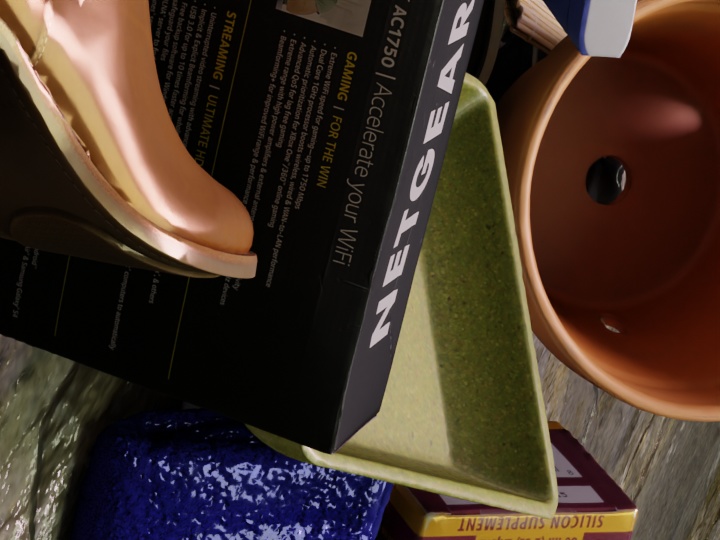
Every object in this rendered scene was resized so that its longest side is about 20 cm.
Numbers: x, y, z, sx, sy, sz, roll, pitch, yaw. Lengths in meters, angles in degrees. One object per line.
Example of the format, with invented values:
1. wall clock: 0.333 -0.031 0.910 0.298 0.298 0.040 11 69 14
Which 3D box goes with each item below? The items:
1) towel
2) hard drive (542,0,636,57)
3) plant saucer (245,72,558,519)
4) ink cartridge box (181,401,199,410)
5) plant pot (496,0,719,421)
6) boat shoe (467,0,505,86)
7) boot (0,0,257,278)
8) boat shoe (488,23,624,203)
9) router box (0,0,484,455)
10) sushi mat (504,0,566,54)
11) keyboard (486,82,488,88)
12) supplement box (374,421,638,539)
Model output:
1. towel: -0.061 0.153 1.252 0.148 0.050 0.200 -3 117 -34
2. hard drive: 0.093 -0.195 1.335 0.200 0.025 0.132 -114 -150 -61
3. plant saucer: 0.000 0.000 1.205 0.200 0.048 0.200 19 59 -55
4. ink cartridge box: -0.037 0.073 1.337 0.117 0.067 0.200 -39 145 -65
5. plant pot: 0.141 -0.039 1.400 0.200 0.200 0.140 -71 -160 1
6. boat shoe: 0.040 -0.146 1.363 0.201 0.063 0.074 106 -21 -48
7. boot: -0.077 -0.086 0.871 0.200 0.074 0.155 29 73 -55
8. boat shoe: 0.083 -0.107 1.572 0.200 0.093 0.075 -98 -174 -49
9. router box: -0.046 -0.057 0.961 0.051 0.149 0.200 -38 145 -64
10. sushi mat: 0.120 -0.129 1.520 0.200 0.012 0.096 26 41 -51
11. keyboard: 0.042 -0.032 1.445 0.104 0.040 0.200 -42 -153 52
12. supplement box: 0.038 0.174 1.338 0.086 0.110 0.200 -131 -132 -54
